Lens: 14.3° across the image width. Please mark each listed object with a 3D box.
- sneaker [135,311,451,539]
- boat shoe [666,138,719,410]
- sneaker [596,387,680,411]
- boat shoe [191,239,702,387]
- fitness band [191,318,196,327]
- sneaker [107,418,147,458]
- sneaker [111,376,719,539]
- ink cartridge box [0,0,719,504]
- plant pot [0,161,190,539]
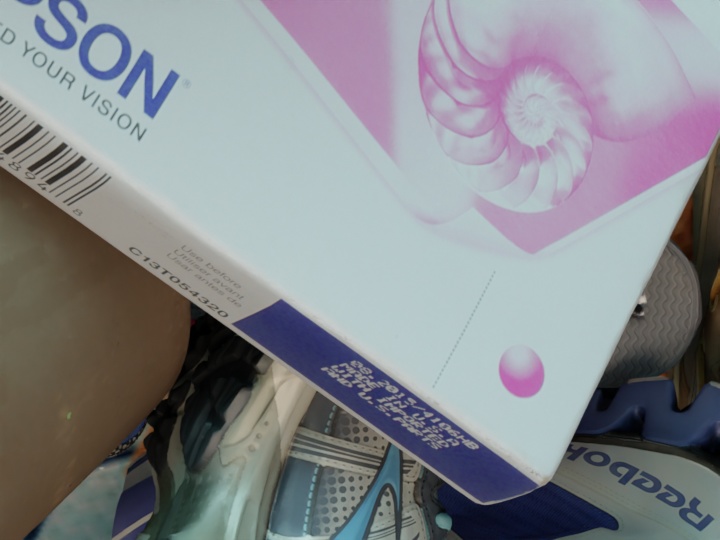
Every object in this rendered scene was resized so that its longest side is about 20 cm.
[{"bbox_3d":[-0.012,0.062,0.737,0.086,0.200,0.078,31,162,-19],"label":"sneaker"},{"bbox_3d":[0.132,0.033,0.878,0.074,0.069,0.200,-6,126,3],"label":"boat shoe"},{"bbox_3d":[0.010,0.076,0.900,0.200,0.082,0.074,-21,104,16],"label":"sneaker"},{"bbox_3d":[0.000,0.000,0.852,0.200,0.062,0.072,13,87,-4],"label":"boat shoe"},{"bbox_3d":[-0.002,-0.054,0.788,0.200,0.037,0.144,-45,105,-1],"label":"fitness band"},{"bbox_3d":[-0.138,-0.001,0.825,0.200,0.078,0.075,27,81,-27],"label":"sneaker"},{"bbox_3d":[0.021,0.089,0.792,0.199,0.115,0.081,-7,119,12],"label":"sneaker"},{"bbox_3d":[0.004,-0.078,0.705,0.196,0.200,0.043,35,154,-16],"label":"ink cartridge box"},{"bbox_3d":[-0.140,0.017,0.703,0.175,0.200,0.200,-28,134,-32],"label":"plant pot"}]
